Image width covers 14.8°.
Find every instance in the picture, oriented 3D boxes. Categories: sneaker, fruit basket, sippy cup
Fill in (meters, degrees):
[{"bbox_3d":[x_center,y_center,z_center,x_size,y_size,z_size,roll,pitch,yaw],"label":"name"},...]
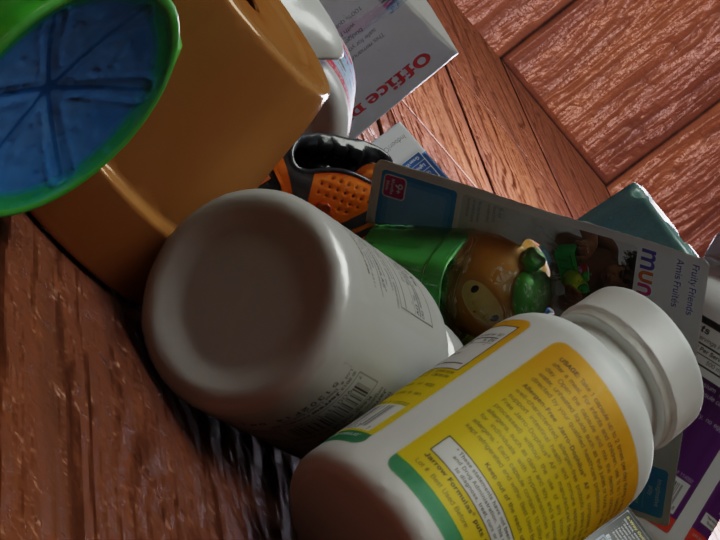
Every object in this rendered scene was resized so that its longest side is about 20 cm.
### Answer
[{"bbox_3d":[0.000,0.000,1.635,0.200,0.112,0.078,47,12,-34],"label":"sneaker"},{"bbox_3d":[0.087,0.046,1.545,0.199,0.186,0.094,21,38,22],"label":"fruit basket"},{"bbox_3d":[-0.172,-0.116,1.252,0.130,0.140,0.178,46,-3,26],"label":"sippy cup"}]

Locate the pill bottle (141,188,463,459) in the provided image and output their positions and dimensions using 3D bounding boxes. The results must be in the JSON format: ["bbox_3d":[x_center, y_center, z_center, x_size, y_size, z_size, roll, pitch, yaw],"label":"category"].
[{"bbox_3d":[-0.019,0.039,1.416,0.115,0.114,0.200,58,11,27],"label":"pill bottle"}]

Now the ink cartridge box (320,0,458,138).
[{"bbox_3d":[-0.060,-0.199,1.943,0.200,0.147,0.145,43,14,-43],"label":"ink cartridge box"}]

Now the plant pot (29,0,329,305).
[{"bbox_3d":[-0.110,-0.101,1.419,0.200,0.140,0.200,51,11,-14],"label":"plant pot"}]

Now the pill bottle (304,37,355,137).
[{"bbox_3d":[-0.057,-0.112,1.769,0.109,0.109,0.200,51,10,-11],"label":"pill bottle"}]

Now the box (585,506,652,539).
[{"bbox_3d":[0.099,0.179,1.453,0.200,0.050,0.158,54,41,7],"label":"box"}]

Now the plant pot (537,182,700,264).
[{"bbox_3d":[0.156,0.058,1.865,0.200,0.196,0.200,51,7,-8],"label":"plant pot"}]

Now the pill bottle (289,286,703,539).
[{"bbox_3d":[0.072,0.090,1.362,0.113,0.200,0.113,36,-36,32],"label":"pill bottle"}]

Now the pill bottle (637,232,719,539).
[{"bbox_3d":[0.204,0.081,1.726,0.112,0.200,0.112,32,-5,3],"label":"pill bottle"}]

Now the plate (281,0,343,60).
[{"bbox_3d":[-0.124,-0.201,1.682,0.199,0.032,0.200,2,38,-27],"label":"plate"}]

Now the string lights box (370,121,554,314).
[{"bbox_3d":[0.047,0.018,1.744,0.200,0.103,0.059,49,-26,7],"label":"string lights box"}]
